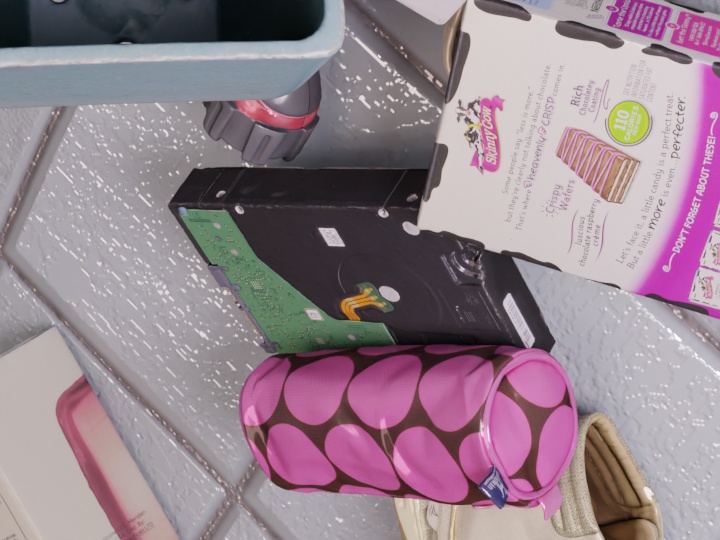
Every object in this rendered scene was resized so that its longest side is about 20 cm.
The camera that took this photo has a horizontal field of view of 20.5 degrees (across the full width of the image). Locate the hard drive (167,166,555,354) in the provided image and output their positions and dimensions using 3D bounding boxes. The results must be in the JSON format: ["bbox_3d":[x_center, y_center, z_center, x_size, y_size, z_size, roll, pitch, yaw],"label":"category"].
[{"bbox_3d":[0.000,0.000,1.150,0.200,0.038,0.140,1,136,38],"label":"hard drive"}]

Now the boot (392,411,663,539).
[{"bbox_3d":[0.107,0.182,1.162,0.155,0.072,0.200,-11,97,42],"label":"boot"}]

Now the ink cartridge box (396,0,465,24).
[{"bbox_3d":[0.053,-0.231,0.959,0.067,0.200,0.117,26,137,-20],"label":"ink cartridge box"}]

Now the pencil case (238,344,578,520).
[{"bbox_3d":[0.025,0.091,1.133,0.200,0.091,0.094,0,122,45],"label":"pencil case"}]

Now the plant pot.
[{"bbox_3d":[-0.123,-0.173,1.031,0.200,0.196,0.196,126,140,-77],"label":"plant pot"}]

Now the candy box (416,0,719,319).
[{"bbox_3d":[0.140,-0.061,0.982,0.200,0.061,0.136,17,124,7],"label":"candy box"}]

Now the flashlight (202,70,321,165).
[{"bbox_3d":[-0.024,-0.149,1.110,0.068,0.068,0.200,19,131,-18],"label":"flashlight"}]

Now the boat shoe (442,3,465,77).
[{"bbox_3d":[0.100,-0.175,0.997,0.071,0.063,0.200,43,130,16],"label":"boat shoe"}]

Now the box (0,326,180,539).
[{"bbox_3d":[-0.233,0.161,1.403,0.128,0.109,0.200,-27,93,44],"label":"box"}]
